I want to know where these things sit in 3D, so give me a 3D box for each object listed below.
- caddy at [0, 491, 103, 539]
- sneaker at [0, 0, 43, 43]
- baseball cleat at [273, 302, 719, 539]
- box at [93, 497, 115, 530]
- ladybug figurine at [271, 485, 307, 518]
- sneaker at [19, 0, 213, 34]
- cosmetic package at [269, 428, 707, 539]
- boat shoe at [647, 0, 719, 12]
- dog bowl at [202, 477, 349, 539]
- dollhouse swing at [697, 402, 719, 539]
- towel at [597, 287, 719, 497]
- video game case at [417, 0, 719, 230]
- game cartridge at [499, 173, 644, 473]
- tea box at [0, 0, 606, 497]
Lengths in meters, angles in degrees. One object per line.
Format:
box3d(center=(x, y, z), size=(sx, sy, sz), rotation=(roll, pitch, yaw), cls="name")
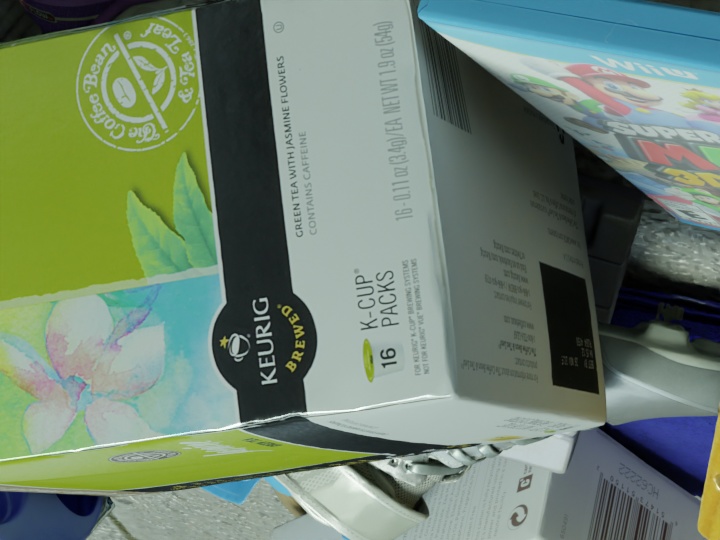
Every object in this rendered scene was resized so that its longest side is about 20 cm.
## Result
box3d(center=(-0.174, 0.032, 0.973), size=(0.105, 0.201, 0.141), rotation=(-40, 162, 21), cls="caddy")
box3d(center=(-0.176, -0.105, 0.957), size=(0.104, 0.076, 0.200), rotation=(5, 158, 15), cls="sneaker")
box3d(center=(0.043, 0.055, 0.991), size=(0.199, 0.107, 0.070), rotation=(8, 180, 20), cls="baseball cleat")
box3d(center=(-0.233, 0.054, 1.235), size=(0.200, 0.086, 0.164), rotation=(39, -175, -38), cls="box")
box3d(center=(0.049, 0.107, 1.263), size=(0.199, 0.072, 0.136), rotation=(27, 154, -19), cls="ladybug figurine")
box3d(center=(-0.069, -0.122, 0.855), size=(0.083, 0.081, 0.200), rotation=(41, 146, -15), cls="sneaker")
box3d(center=(0.050, 0.138, 1.166), size=(0.101, 0.072, 0.200), rotation=(36, 140, -26), cls="cosmetic package")
box3d(center=(0.108, -0.098, 0.790), size=(0.199, 0.072, 0.066), rotation=(20, 129, 29), cls="boat shoe")
box3d(center=(-0.049, 0.059, 1.168), size=(0.199, 0.050, 0.112), rotation=(11, 150, 50), cls="dog bowl")
box3d(center=(0.256, 0.073, 0.952), size=(0.200, 0.175, 0.182), rotation=(36, 143, 29), cls="dollhouse swing")
box3d(center=(0.110, 0.044, 1.121), size=(0.199, 0.050, 0.148), rotation=(14, 159, 13), cls="towel")
box3d(center=(0.122, -0.038, 0.798), size=(0.142, 0.018, 0.200), rotation=(14, 171, 32), cls="video game case")
box3d(center=(0.000, 0.000, 1.042), size=(0.199, 0.038, 0.130), rotation=(16, 128, 5), cls="game cartridge")
box3d(center=(-0.040, -0.002, 0.881), size=(0.195, 0.135, 0.200), rotation=(-10, 171, 16), cls="tea box")
